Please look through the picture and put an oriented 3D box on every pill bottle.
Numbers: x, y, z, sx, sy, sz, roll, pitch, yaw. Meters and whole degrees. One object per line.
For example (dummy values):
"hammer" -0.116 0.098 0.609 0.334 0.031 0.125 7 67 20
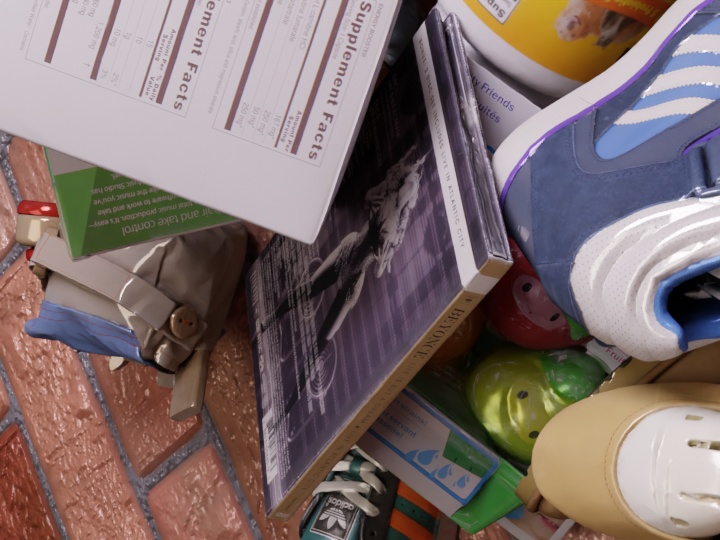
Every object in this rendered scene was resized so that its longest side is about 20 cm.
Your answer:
"pill bottle" 0.105 -0.156 0.694 0.110 0.109 0.200 55 128 24

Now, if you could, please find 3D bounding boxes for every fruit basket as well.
"fruit basket" 0.067 0.026 0.728 0.185 0.094 0.200 38 129 4

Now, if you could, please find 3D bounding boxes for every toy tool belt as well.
"toy tool belt" -0.161 0.022 0.966 0.199 0.124 0.124 7 92 44

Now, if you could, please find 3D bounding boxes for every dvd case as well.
"dvd case" 0.000 0.000 0.697 0.200 0.016 0.150 -53 33 40

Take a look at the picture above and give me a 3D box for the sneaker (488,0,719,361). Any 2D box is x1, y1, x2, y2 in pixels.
"sneaker" 0.160 -0.042 0.604 0.147 0.199 0.081 50 172 47

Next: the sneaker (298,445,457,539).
"sneaker" 0.010 0.122 0.838 0.071 0.079 0.202 10 101 43

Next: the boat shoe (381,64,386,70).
"boat shoe" -0.048 -0.127 0.891 0.199 0.063 0.074 -10 75 38

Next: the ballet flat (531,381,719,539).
"ballet flat" 0.161 0.079 0.576 0.198 0.063 0.069 6 81 15

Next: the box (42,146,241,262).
"box" -0.097 -0.118 0.752 0.036 0.143 0.202 -136 34 -73

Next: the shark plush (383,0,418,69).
"shark plush" 0.012 -0.181 0.728 0.083 0.200 0.091 -43 76 -7

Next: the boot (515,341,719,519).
"boot" 0.185 0.106 0.629 0.175 0.066 0.200 -46 75 17

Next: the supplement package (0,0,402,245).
"supplement package" -0.091 -0.102 0.657 0.198 0.114 0.110 20 101 -1
